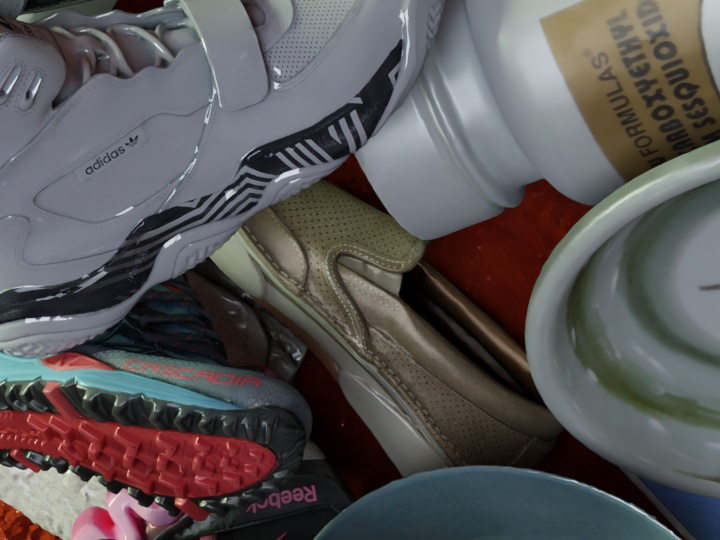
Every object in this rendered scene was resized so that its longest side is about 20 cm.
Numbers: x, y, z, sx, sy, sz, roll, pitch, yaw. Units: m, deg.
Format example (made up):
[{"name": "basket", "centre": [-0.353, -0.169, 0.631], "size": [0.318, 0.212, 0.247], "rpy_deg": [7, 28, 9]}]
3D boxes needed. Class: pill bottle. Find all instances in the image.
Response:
[{"name": "pill bottle", "centre": [0.095, -0.086, 0.801], "size": [0.200, 0.114, 0.114], "rpy_deg": [-22, 96, 19]}]

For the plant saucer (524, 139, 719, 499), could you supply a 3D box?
[{"name": "plant saucer", "centre": [0.156, 0.006, 0.794], "size": [0.200, 0.050, 0.200], "rpy_deg": [1, 140, 1]}]

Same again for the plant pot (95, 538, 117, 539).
[{"name": "plant pot", "centre": [-0.036, 0.184, 0.761], "size": [0.179, 0.200, 0.200], "rpy_deg": [25, 108, 15]}]

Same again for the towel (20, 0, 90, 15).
[{"name": "towel", "centre": [-0.123, -0.179, 0.809], "size": [0.192, 0.035, 0.200], "rpy_deg": [-14, 71, -13]}]

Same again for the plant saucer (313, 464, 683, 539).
[{"name": "plant saucer", "centre": [0.064, 0.158, 0.845], "size": [0.201, 0.039, 0.201], "rpy_deg": [7, 109, 22]}]

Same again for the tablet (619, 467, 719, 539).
[{"name": "tablet", "centre": [0.183, 0.076, 0.866], "size": [0.130, 0.014, 0.200], "rpy_deg": [-44, 88, 20]}]

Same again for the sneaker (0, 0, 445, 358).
[{"name": "sneaker", "centre": [-0.070, -0.066, 0.749], "size": [0.200, 0.075, 0.115], "rpy_deg": [-38, 131, 3]}]

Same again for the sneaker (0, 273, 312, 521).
[{"name": "sneaker", "centre": [-0.089, 0.022, 0.827], "size": [0.200, 0.079, 0.096], "rpy_deg": [10, 62, 41]}]

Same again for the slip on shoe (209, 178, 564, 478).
[{"name": "slip on shoe", "centre": [0.000, 0.000, 0.866], "size": [0.061, 0.076, 0.200], "rpy_deg": [-36, 94, 25]}]

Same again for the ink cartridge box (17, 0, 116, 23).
[{"name": "ink cartridge box", "centre": [-0.185, -0.100, 0.867], "size": [0.145, 0.088, 0.200], "rpy_deg": [34, 96, 5]}]

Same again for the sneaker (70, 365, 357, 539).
[{"name": "sneaker", "centre": [-0.080, 0.132, 0.873], "size": [0.200, 0.079, 0.095], "rpy_deg": [-45, 99, 5]}]

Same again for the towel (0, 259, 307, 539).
[{"name": "towel", "centre": [-0.131, 0.029, 0.931], "size": [0.200, 0.034, 0.133], "rpy_deg": [31, 108, 7]}]
